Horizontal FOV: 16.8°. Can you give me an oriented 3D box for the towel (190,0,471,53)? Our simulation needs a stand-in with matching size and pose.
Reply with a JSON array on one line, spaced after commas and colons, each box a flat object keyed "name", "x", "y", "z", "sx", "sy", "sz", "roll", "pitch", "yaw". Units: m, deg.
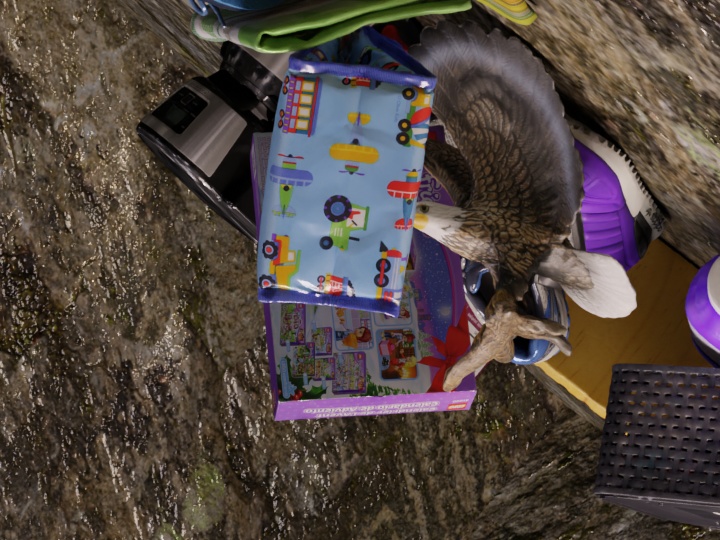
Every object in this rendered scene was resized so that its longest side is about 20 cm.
[{"name": "towel", "x": -0.021, "y": -0.162, "z": 1.539, "sx": 0.200, "sy": 0.148, "sz": 0.031, "roll": -146, "pitch": 41, "yaw": -72}]

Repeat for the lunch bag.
[{"name": "lunch bag", "x": -0.017, "y": -0.072, "z": 1.550, "sx": 0.093, "sy": 0.152, "sz": 0.200, "roll": 7, "pitch": -166, "yaw": -6}]

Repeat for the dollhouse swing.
[{"name": "dollhouse swing", "x": 0.203, "y": 0.058, "z": 1.896, "sx": 0.200, "sy": 0.182, "sz": 0.176, "roll": 38, "pitch": 157, "yaw": 15}]

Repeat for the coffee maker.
[{"name": "coffee maker", "x": -0.039, "y": -0.117, "z": 1.819, "sx": 0.192, "sy": 0.200, "sz": 0.135, "roll": 40, "pitch": 178, "yaw": -15}]

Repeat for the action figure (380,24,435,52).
[{"name": "action figure", "x": 0.073, "y": -0.116, "z": 1.805, "sx": 0.065, "sy": 0.052, "sz": 0.200, "roll": -2, "pitch": 158, "yaw": 26}]

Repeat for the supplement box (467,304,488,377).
[{"name": "supplement box", "x": 0.078, "y": -0.008, "z": 2.026, "sx": 0.131, "sy": 0.200, "sz": 0.103, "roll": 39, "pitch": 177, "yaw": 31}]

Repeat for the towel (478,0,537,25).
[{"name": "towel", "x": 0.043, "y": -0.197, "z": 1.341, "sx": 0.086, "sy": 0.018, "sz": 0.200, "roll": 33, "pitch": 174, "yaw": 23}]

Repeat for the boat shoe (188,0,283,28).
[{"name": "boat shoe", "x": -0.074, "y": -0.191, "z": 1.500, "sx": 0.068, "sy": 0.085, "sz": 0.199, "roll": 1, "pitch": -175, "yaw": 31}]

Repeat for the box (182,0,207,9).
[{"name": "box", "x": -0.111, "y": -0.250, "z": 1.759, "sx": 0.078, "sy": 0.095, "sz": 0.200, "roll": 40, "pitch": 176, "yaw": -9}]

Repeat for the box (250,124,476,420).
[{"name": "box", "x": 0.000, "y": 0.000, "z": 1.663, "sx": 0.136, "sy": 0.202, "sz": 0.039, "roll": -2, "pitch": 157, "yaw": -8}]

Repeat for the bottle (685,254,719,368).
[{"name": "bottle", "x": 0.255, "y": 0.028, "z": 1.599, "sx": 0.083, "sy": 0.066, "sz": 0.200, "roll": 33, "pitch": 176, "yaw": 16}]

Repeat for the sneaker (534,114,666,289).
[{"name": "sneaker", "x": 0.142, "y": -0.038, "z": 1.671, "sx": 0.069, "sy": 0.100, "sz": 0.200, "roll": 36, "pitch": 174, "yaw": 37}]

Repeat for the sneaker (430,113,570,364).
[{"name": "sneaker", "x": 0.095, "y": -0.023, "z": 1.739, "sx": 0.201, "sy": 0.077, "sz": 0.085, "roll": 64, "pitch": -164, "yaw": -6}]

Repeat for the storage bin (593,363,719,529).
[{"name": "storage bin", "x": 0.272, "y": 0.125, "z": 1.640, "sx": 0.199, "sy": 0.095, "sz": 0.135, "roll": 1, "pitch": 167, "yaw": 39}]

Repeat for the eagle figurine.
[{"name": "eagle figurine", "x": 0.083, "y": -0.046, "z": 1.577, "sx": 0.151, "sy": 0.151, "sz": 0.202, "roll": 31, "pitch": -132, "yaw": -52}]
